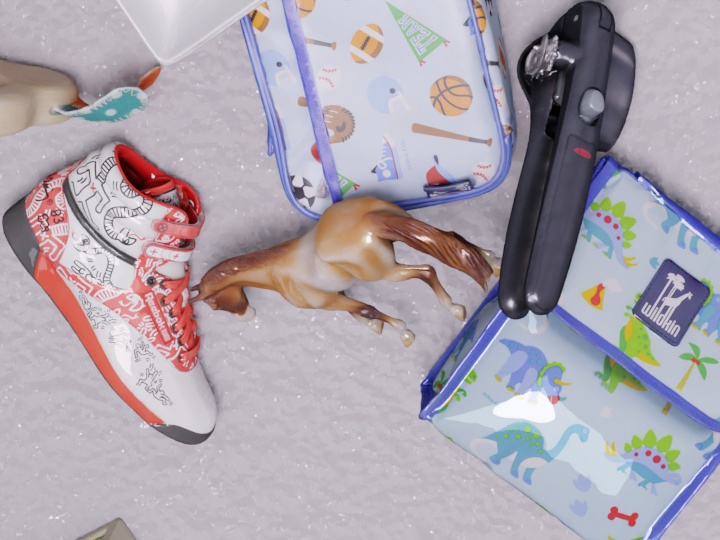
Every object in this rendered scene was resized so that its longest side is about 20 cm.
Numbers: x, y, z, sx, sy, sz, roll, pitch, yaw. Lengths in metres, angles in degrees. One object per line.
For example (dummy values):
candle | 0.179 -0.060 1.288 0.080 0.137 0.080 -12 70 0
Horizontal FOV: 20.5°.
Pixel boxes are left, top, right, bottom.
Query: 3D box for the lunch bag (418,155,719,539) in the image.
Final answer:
lunch bag | 0.159 0.055 1.242 0.170 0.127 0.200 37 97 -4

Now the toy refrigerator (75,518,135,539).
toy refrigerator | -0.242 0.251 1.386 0.200 0.076 0.070 -28 104 17

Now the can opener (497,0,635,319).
can opener | 0.120 -0.066 1.170 0.079 0.063 0.200 22 67 -15

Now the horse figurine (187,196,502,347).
horse figurine | 0.000 0.000 1.222 0.132 0.050 0.200 28 150 -25

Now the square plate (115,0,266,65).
square plate | -0.091 -0.250 1.141 0.198 0.028 0.200 -30 102 21

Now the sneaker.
sneaker | -0.131 0.013 1.288 0.108 0.067 0.201 -34 100 20

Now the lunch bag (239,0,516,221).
lunch bag | 0.007 -0.125 1.217 0.160 0.076 0.200 -9 108 13

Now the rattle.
rattle | -0.232 -0.070 1.247 0.200 0.130 0.143 6 94 -22
